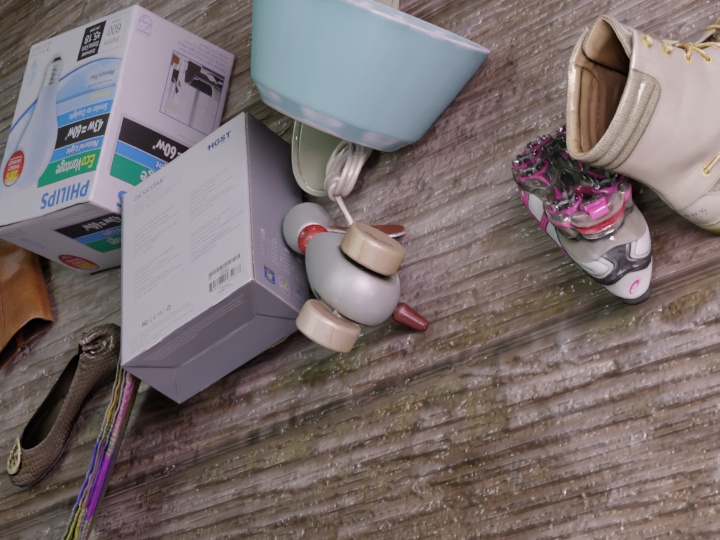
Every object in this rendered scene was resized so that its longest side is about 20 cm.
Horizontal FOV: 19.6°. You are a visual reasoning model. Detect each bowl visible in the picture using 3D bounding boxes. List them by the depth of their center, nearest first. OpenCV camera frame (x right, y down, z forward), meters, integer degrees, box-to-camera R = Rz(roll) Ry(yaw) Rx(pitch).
[{"bbox_3d":[-0.007,-0.162,1.652,0.201,0.200,0.106,35,106,55],"label":"bowl"}]

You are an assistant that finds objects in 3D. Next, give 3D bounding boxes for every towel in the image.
[{"bbox_3d":[-0.223,0.148,1.844,0.144,0.023,0.201,-89,18,-79],"label":"towel"}]

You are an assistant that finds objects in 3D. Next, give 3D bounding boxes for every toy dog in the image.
[{"bbox_3d":[0.000,0.000,1.662,0.132,0.096,0.201,-49,24,28],"label":"toy dog"}]

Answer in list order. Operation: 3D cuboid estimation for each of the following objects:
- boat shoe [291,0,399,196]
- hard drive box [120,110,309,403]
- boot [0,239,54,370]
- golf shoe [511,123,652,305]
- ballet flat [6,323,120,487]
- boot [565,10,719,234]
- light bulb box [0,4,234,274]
[{"bbox_3d":[-0.015,-0.158,1.771,0.066,0.074,0.201,165,114,-82],"label":"boat shoe"},{"bbox_3d":[-0.127,-0.013,1.789,0.155,0.077,0.201,-31,42,27],"label":"hard drive box"},{"bbox_3d":[-0.387,0.023,2.188,0.188,0.068,0.201,-33,54,29],"label":"boot"},{"bbox_3d":[0.157,-0.041,1.462,0.072,0.092,0.200,-25,22,6],"label":"golf shoe"},{"bbox_3d":[-0.287,0.126,1.987,0.200,0.046,0.068,-51,37,23],"label":"ballet flat"},{"bbox_3d":[0.215,-0.142,1.371,0.072,0.154,0.201,7,77,54],"label":"boot"},{"bbox_3d":[-0.240,-0.120,1.995,0.198,0.124,0.201,-12,61,50],"label":"light bulb box"}]
